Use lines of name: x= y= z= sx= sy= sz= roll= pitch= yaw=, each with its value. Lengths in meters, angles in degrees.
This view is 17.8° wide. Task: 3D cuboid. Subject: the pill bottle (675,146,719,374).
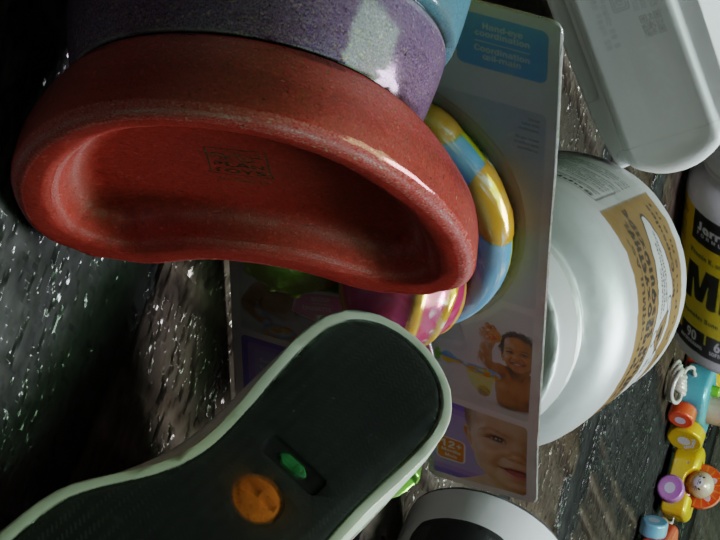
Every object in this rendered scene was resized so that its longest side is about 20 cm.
pill bottle: x=0.291 y=-0.028 z=1.681 sx=0.114 sy=0.114 sz=0.200 roll=-59 pitch=156 yaw=-45

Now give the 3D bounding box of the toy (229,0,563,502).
toy: x=0.000 y=0.000 z=0.722 sx=0.200 sy=0.115 sz=0.047 roll=87 pitch=27 yaw=-44

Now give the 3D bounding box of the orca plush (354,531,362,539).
orca plush: x=0.058 y=0.158 z=0.955 sx=0.200 sy=0.071 sz=0.105 roll=52 pitch=47 yaw=-26

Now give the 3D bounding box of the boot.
boot: x=-0.067 y=0.107 z=0.681 sx=0.200 sy=0.072 sz=0.144 roll=-36 pitch=168 yaw=-39

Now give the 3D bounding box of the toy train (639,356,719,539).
toy train: x=0.268 y=0.166 z=1.864 sx=0.150 sy=0.055 sz=0.201 roll=-31 pitch=132 yaw=-69

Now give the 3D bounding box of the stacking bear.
stacking bear: x=-0.017 y=-0.110 z=0.605 sx=0.114 sy=0.121 sz=0.201 roll=80 pitch=18 yaw=-70

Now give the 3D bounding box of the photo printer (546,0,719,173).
photo printer: x=0.141 y=-0.145 z=1.062 sx=0.167 sy=0.069 sz=0.200 roll=69 pitch=24 yaw=-8

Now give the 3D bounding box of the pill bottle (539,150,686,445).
pill bottle: x=0.061 y=0.013 z=0.940 sx=0.200 sy=0.114 sz=0.115 roll=-19 pitch=121 yaw=-71

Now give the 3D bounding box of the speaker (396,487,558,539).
speaker: x=0.024 y=0.199 z=1.023 sx=0.081 sy=0.081 sz=0.200 roll=84 pitch=26 yaw=-49
